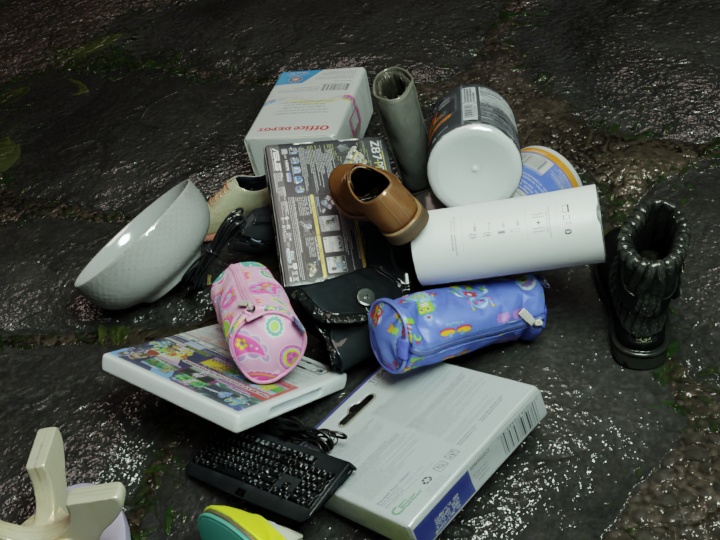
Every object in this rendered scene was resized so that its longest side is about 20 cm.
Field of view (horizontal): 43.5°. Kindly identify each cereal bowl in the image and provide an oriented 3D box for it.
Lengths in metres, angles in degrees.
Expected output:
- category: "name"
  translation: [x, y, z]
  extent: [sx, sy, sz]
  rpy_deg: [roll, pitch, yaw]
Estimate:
- category: "cereal bowl"
  translation: [-0.266, -0.021, 1.162]
  extent: [0.200, 0.083, 0.200]
  rpy_deg: [-38, 19, 15]

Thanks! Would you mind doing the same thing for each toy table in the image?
- category: "toy table"
  translation: [-0.292, 0.255, 0.840]
  extent: [0.182, 0.118, 0.201]
  rpy_deg: [-16, 38, -5]

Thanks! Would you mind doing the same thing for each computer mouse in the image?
- category: "computer mouse"
  translation: [-0.149, -0.026, 1.176]
  extent: [0.046, 0.141, 0.200]
  rpy_deg: [43, 19, 7]

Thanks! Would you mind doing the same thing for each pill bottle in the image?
- category: "pill bottle"
  translation: [0.131, -0.152, 1.054]
  extent: [0.105, 0.107, 0.200]
  rpy_deg: [-6, 27, 9]
- category: "pill bottle"
  translation: [0.171, -0.055, 1.085]
  extent: [0.112, 0.113, 0.200]
  rpy_deg: [24, 52, 37]

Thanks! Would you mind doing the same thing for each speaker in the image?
- category: "speaker"
  translation: [0.153, -0.035, 0.950]
  extent: [0.198, 0.082, 0.082]
  rpy_deg: [-9, 38, 15]

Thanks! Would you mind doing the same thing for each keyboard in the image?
- category: "keyboard"
  translation: [-0.092, 0.179, 0.899]
  extent: [0.199, 0.040, 0.104]
  rpy_deg: [6, 40, 44]

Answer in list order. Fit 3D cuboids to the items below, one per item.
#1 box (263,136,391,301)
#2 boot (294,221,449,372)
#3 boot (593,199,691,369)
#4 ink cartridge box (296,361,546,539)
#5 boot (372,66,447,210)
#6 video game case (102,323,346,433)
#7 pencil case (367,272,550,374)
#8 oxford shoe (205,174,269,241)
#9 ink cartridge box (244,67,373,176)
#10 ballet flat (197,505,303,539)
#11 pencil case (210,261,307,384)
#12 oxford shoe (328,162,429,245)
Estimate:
- category: "box"
  translation: [-0.031, -0.069, 1.124]
  extent: [0.159, 0.049, 0.202]
  rpy_deg: [-8, 64, -9]
- category: "boot"
  translation: [0.000, 0.000, 1.025]
  extent: [0.167, 0.076, 0.202]
  rpy_deg: [-18, 75, -20]
- category: "boot"
  translation: [0.300, -0.019, 0.967]
  extent: [0.079, 0.159, 0.212]
  rpy_deg: [-4, 40, 7]
- category: "ink cartridge box"
  translation: [0.049, 0.168, 0.895]
  extent: [0.199, 0.041, 0.199]
  rpy_deg: [-39, 30, -29]
- category: "boot"
  translation: [0.073, -0.134, 1.136]
  extent: [0.072, 0.201, 0.182]
  rpy_deg: [-16, 39, -6]
- category: "video game case"
  translation: [-0.145, 0.110, 0.980]
  extent: [0.199, 0.023, 0.182]
  rpy_deg: [18, 17, 32]
- category: "pencil case"
  translation: [0.109, 0.053, 0.960]
  extent: [0.198, 0.079, 0.087]
  rpy_deg: [-10, 22, -25]
- category: "oxford shoe"
  translation: [-0.186, -0.097, 1.266]
  extent: [0.198, 0.074, 0.071]
  rpy_deg: [-18, 39, -6]
- category: "ink cartridge box"
  translation: [-0.074, -0.222, 1.378]
  extent: [0.143, 0.085, 0.201]
  rpy_deg: [0, 40, 17]
- category: "ballet flat"
  translation: [-0.064, 0.270, 0.810]
  extent: [0.067, 0.067, 0.199]
  rpy_deg: [-19, 37, -42]
- category: "pencil case"
  translation: [-0.116, 0.051, 1.005]
  extent: [0.087, 0.088, 0.200]
  rpy_deg: [-20, 19, -8]
- category: "oxford shoe"
  translation: [0.006, -0.094, 0.991]
  extent: [0.071, 0.071, 0.200]
  rpy_deg: [-46, 29, -5]
